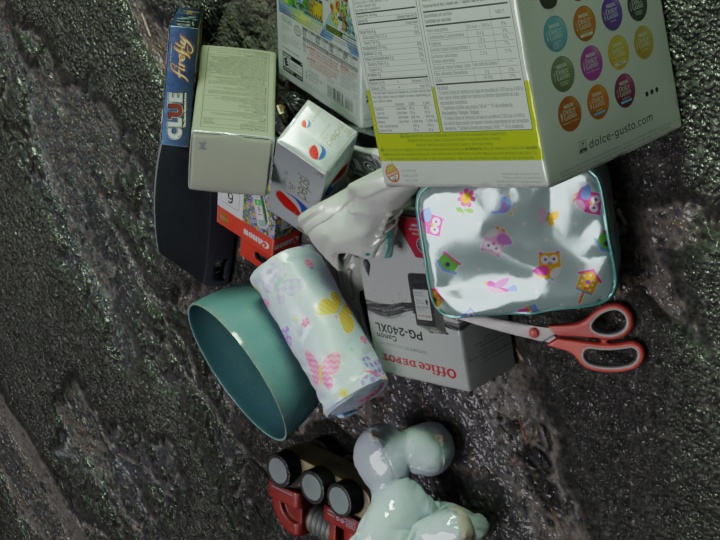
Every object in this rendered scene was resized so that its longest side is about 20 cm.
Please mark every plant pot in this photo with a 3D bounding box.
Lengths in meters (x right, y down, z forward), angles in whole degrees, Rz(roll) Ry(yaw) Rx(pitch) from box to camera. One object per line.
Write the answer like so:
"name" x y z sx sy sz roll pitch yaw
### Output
"plant pot" -0.101 0.090 1.688 0.200 0.135 0.200 45 157 25

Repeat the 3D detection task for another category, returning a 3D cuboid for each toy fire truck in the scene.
"toy fire truck" -0.025 0.333 1.783 0.176 0.129 0.200 18 112 42

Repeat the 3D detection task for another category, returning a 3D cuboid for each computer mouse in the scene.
"computer mouse" -0.003 -0.140 1.535 0.200 0.044 0.110 25 157 30

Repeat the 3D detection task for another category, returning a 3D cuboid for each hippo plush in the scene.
"hippo plush" 0.046 0.263 1.638 0.159 0.200 0.161 85 176 -78

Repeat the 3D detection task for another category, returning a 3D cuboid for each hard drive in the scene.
"hard drive" -0.222 -0.083 1.816 0.135 0.042 0.200 33 132 32

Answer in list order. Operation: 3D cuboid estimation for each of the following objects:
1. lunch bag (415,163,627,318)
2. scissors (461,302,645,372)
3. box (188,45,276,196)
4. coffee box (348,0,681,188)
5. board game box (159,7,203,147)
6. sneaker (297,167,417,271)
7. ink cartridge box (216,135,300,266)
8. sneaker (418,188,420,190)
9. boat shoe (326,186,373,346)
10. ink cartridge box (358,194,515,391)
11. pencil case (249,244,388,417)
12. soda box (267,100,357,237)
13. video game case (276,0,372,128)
"lunch bag" 0.160 -0.040 1.348 0.200 0.077 0.161 -7 103 18
"scissors" 0.191 0.072 1.407 0.200 0.014 0.073 -4 105 20
"box" -0.145 -0.174 1.559 0.200 0.095 0.078 -91 9 -53
"coffee box" 0.139 -0.196 1.238 0.200 0.200 0.198 4 112 47
"board game box" -0.210 -0.231 1.613 0.200 0.035 0.136 -107 22 -73
"sneaker" 0.018 -0.056 1.433 0.200 0.075 0.089 -28 90 53
"ink cartridge box" -0.127 -0.074 1.711 0.109 0.050 0.200 32 130 33
"sneaker" 0.072 -0.177 1.423 0.082 0.077 0.200 3 113 40
"boat shoe" 0.000 0.000 1.600 0.066 0.072 0.200 15 117 27
"ink cartridge box" 0.080 0.022 1.510 0.145 0.083 0.200 9 116 45
"pencil case" -0.049 0.068 1.559 0.091 0.083 0.200 -43 71 38
"soda box" -0.057 -0.110 1.534 0.068 0.064 0.200 34 160 5
"video game case" -0.040 -0.272 1.491 0.200 0.022 0.183 40 138 51
